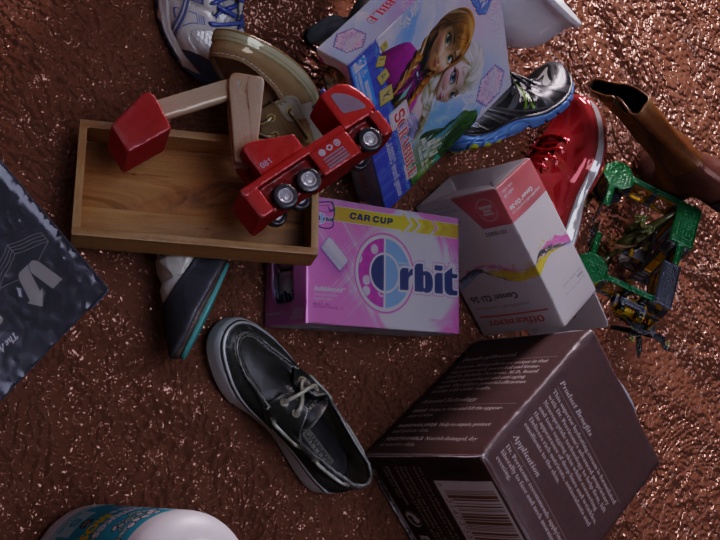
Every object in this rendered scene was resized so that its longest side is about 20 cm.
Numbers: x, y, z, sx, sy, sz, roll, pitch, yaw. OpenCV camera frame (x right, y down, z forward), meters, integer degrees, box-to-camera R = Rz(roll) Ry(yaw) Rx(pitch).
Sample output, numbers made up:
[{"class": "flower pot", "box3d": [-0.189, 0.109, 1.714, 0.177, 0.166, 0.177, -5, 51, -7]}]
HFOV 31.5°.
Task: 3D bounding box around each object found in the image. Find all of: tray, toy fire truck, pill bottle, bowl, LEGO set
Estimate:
[{"class": "tray", "box3d": [-0.135, -0.062, 1.055, 0.199, 0.037, 0.099, 5, 71, -15]}, {"class": "toy fire truck", "box3d": [-0.087, -0.109, 1.037, 0.200, 0.049, 0.141, -36, 85, -22]}, {"class": "pill bottle", "box3d": [-0.156, 0.232, 0.947, 0.110, 0.199, 0.111, 7, 80, -40]}, {"class": "bowl", "box3d": [0.126, -0.293, 1.305, 0.201, 0.090, 0.201, 43, 17, -16]}, {"class": "LEGO set", "box3d": [0.292, -0.010, 1.442, 0.153, 0.116, 0.201, 18, 59, -7]}]

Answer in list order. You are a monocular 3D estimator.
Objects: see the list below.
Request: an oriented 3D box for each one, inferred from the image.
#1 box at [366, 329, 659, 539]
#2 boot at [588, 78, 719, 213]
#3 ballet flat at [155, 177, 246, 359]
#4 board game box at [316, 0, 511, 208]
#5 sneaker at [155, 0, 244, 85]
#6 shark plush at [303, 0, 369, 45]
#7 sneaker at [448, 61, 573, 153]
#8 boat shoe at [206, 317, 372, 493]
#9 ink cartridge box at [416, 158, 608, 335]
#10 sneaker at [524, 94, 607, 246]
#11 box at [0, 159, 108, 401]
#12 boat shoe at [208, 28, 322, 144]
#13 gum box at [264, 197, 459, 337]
[{"class": "box", "box3d": [0.149, 0.183, 1.235, 0.200, 0.164, 0.166, -41, 109, -36]}, {"class": "boot", "box3d": [0.319, -0.142, 1.428, 0.200, 0.188, 0.069, 34, 99, -27]}, {"class": "ballet flat", "box3d": [-0.133, -0.020, 1.096, 0.073, 0.073, 0.201, 40, 66, -29]}, {"class": "board game box", "box3d": [0.058, -0.187, 1.185, 0.200, 0.041, 0.200, -46, 148, -20]}, {"class": "sneaker", "box3d": [-0.132, -0.261, 1.110, 0.075, 0.088, 0.201, -20, 98, -42]}, {"class": "shark plush", "box3d": [0.042, -0.242, 1.219, 0.200, 0.083, 0.091, -45, 121, -6]}, {"class": "sneaker", "box3d": [0.156, -0.188, 1.353, 0.199, 0.071, 0.083, -27, 107, -36]}, {"class": "boat shoe", "box3d": [-0.057, 0.118, 1.135, 0.200, 0.064, 0.071, 53, 55, -22]}, {"class": "ink cartridge box", "box3d": [0.156, -0.004, 1.298, 0.067, 0.116, 0.201, -42, 110, -37]}, {"class": "sneaker", "box3d": [0.195, -0.115, 1.374, 0.115, 0.078, 0.201, 26, 67, -36]}, {"class": "box", "box3d": [-0.322, 0.011, 0.892, 0.200, 0.117, 0.197, 53, 55, -20]}, {"class": "boat shoe", "box3d": [-0.075, -0.136, 1.123, 0.200, 0.074, 0.067, 45, 65, -51]}, {"class": "gum box", "box3d": [0.000, 0.000, 1.198, 0.199, 0.066, 0.114, 6, 81, -39]}]
